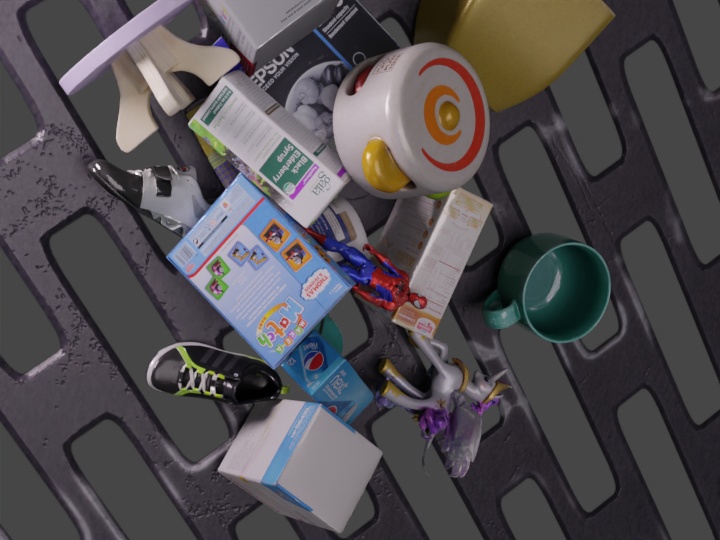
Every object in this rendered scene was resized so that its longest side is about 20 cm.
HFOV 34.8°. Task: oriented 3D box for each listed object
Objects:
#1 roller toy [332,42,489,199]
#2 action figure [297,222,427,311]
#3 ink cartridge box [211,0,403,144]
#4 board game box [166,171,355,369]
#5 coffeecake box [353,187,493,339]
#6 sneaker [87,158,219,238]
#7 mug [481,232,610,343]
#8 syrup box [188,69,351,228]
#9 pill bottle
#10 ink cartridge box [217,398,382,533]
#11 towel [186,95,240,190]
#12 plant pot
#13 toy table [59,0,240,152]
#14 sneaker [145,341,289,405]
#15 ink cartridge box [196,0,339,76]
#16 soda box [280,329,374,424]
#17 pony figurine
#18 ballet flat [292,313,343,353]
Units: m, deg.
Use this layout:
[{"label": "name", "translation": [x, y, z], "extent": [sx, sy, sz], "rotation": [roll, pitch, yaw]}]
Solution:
[{"label": "roller toy", "translation": [0.067, -0.186, 1.439], "extent": [0.198, 0.139, 0.186], "rotation": [-1, 89, -42]}, {"label": "action figure", "translation": [0.000, 0.000, 1.497], "extent": [0.198, 0.052, 0.066], "rotation": [28, 70, -10]}, {"label": "ink cartridge box", "translation": [-0.070, -0.282, 1.509], "extent": [0.200, 0.043, 0.198], "rotation": [43, 82, -6]}, {"label": "board game box", "translation": [-0.126, 0.000, 1.459], "extent": [0.200, 0.037, 0.151], "rotation": [46, 104, 4]}, {"label": "coffeecake box", "translation": [0.084, -0.026, 1.607], "extent": [0.072, 0.153, 0.202], "rotation": [24, 93, -24]}, {"label": "sneaker", "translation": [-0.259, -0.108, 1.490], "extent": [0.199, 0.074, 0.089], "rotation": [31, 89, -36]}, {"label": "mug", "translation": [0.267, 0.018, 1.718], "extent": [0.182, 0.114, 0.155], "rotation": [11, 98, -24]}, {"label": "syrup box", "translation": [-0.110, -0.154, 1.450], "extent": [0.199, 0.082, 0.079], "rotation": [41, 109, -3]}, {"label": "pill bottle", "translation": [-0.094, -0.015, 1.557], "extent": [0.198, 0.111, 0.113], "rotation": [-23, 110, -17]}, {"label": "ink cartridge box", "translation": [-0.092, 0.262, 1.588], "extent": [0.128, 0.199, 0.126], "rotation": [40, 69, -26]}, {"label": "towel", "translation": [-0.129, -0.159, 1.521], "extent": [0.142, 0.023, 0.202], "rotation": [-28, 90, -18]}, {"label": "plant pot", "translation": [0.183, -0.336, 1.565], "extent": [0.193, 0.196, 0.201], "rotation": [34, 97, -26]}, {"label": "toy table", "translation": [-0.254, -0.245, 1.411], "extent": [0.199, 0.184, 0.118], "rotation": [-35, 101, 16]}, {"label": "sneaker", "translation": [-0.191, 0.143, 1.569], "extent": [0.197, 0.083, 0.073], "rotation": [5, 100, -24]}, {"label": "ink cartridge box", "translation": [-0.135, -0.373, 1.406], "extent": [0.144, 0.145, 0.201], "rotation": [-36, 93, -9]}, {"label": "soda box", "translation": [-0.041, 0.154, 1.583], "extent": [0.068, 0.064, 0.200], "rotation": [-46, 156, -7]}, {"label": "pony figurine", "translation": [0.117, 0.193, 1.686], "extent": [0.198, 0.166, 0.195], "rotation": [31, 76, -19]}, {"label": "ballet flat", "translation": [-0.080, 0.083, 1.585], "extent": [0.200, 0.063, 0.077], "rotation": [43, 58, -67]}]
